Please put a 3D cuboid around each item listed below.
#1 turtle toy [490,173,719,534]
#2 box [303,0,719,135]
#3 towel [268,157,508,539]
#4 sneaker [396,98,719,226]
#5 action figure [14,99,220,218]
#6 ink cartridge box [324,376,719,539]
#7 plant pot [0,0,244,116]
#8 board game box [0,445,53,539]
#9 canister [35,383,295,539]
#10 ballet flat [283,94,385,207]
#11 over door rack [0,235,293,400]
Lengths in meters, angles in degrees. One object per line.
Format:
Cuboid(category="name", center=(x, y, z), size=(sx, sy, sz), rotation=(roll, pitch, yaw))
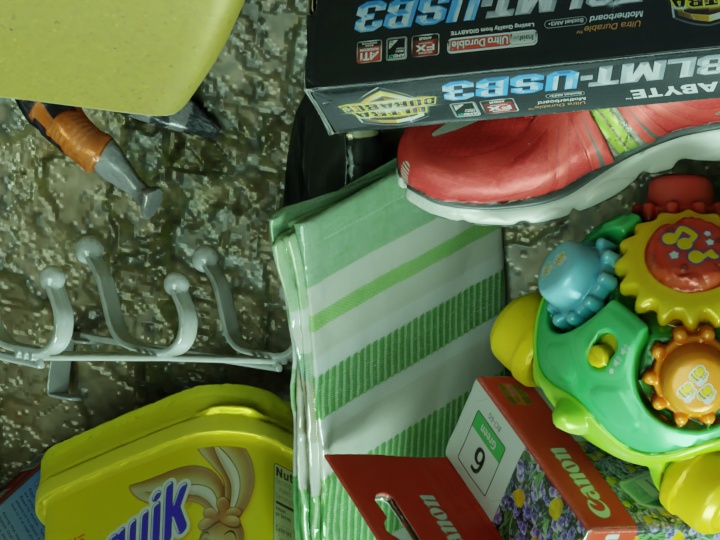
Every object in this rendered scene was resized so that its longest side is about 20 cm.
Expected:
Cuboid(category="turtle toy", center=(0.158, 0.010, 1.211), size=(0.146, 0.200, 0.101), rotation=(40, 151, 30))
Cuboid(category="box", center=(0.078, -0.161, 1.149), size=(0.199, 0.050, 0.200), rotation=(-6, 66, 15))
Cuboid(category="towel", center=(0.017, 0.046, 1.272), size=(0.023, 0.152, 0.201), rotation=(14, 119, 38))
Cuboid(category="sneaker", center=(0.106, -0.084, 1.187), size=(0.199, 0.077, 0.085), rotation=(-18, 141, 0))
Cuboid(category="action figure", center=(-0.171, -0.079, 1.288), size=(0.192, 0.105, 0.201), rotation=(17, 91, 12))
Cuboid(category="ink cartridge box", center=(0.095, 0.097, 1.229), size=(0.199, 0.109, 0.051), rotation=(2, 125, -33))
Cuboid(category="plant pot", center=(-0.118, -0.178, 1.128), size=(0.194, 0.195, 0.201), rotation=(8, 119, 2))
Cuboid(category="board game box", center=(-0.133, 0.198, 1.392), size=(0.019, 0.103, 0.201), rotation=(-16, 108, 44))
Cuboid(category="canister", center=(-0.088, 0.172, 1.301), size=(0.148, 0.201, 0.086), rotation=(-23, 143, 33))
Cuboid(category="ballet flat", center=(0.000, 0.000, 1.311), size=(0.057, 0.066, 0.201), rotation=(-15, 115, -23))
Cuboid(category="over door rack", center=(-0.139, 0.021, 1.265), size=(0.199, 0.147, 0.067), rotation=(-10, 79, 49))
